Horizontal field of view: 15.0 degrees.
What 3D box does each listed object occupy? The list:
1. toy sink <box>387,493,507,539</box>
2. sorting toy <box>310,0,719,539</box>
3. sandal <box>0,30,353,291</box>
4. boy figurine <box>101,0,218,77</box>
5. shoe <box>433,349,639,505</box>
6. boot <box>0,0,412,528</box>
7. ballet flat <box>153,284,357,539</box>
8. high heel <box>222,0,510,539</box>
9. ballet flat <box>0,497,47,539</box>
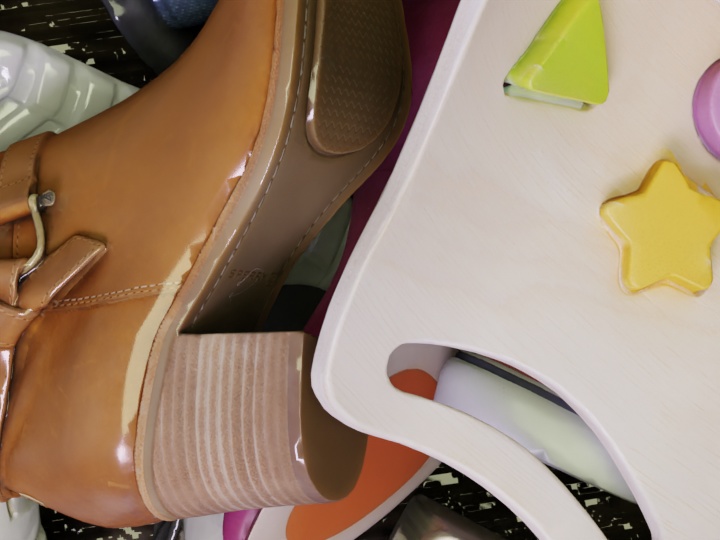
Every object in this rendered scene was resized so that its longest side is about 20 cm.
[{"bbox_3d":[0.034,0.151,0.801,0.112,0.200,0.131,28,90,-4],"label":"toy sink"},{"bbox_3d":[0.083,-0.006,0.725,0.200,0.107,0.180,38,87,-11],"label":"sorting toy"},{"bbox_3d":[-0.056,-0.015,0.863,0.202,0.050,0.083,38,96,-23],"label":"sandal"},{"bbox_3d":[0.003,-0.142,0.837,0.199,0.064,0.125,-31,56,6],"label":"boy figurine"},{"bbox_3d":[0.124,0.033,0.803,0.199,0.071,0.092,19,92,-12],"label":"shoe"},{"bbox_3d":[-0.068,-0.027,0.784,0.154,0.077,0.202,0,85,27],"label":"boot"},{"bbox_3d":[-0.036,0.106,0.843,0.068,0.068,0.201,13,103,-19],"label":"ballet flat"},{"bbox_3d":[0.000,0.000,0.833,0.096,0.068,0.200,24,64,34],"label":"high heel"},{"bbox_3d":[-0.149,0.059,0.841,0.200,0.069,0.071,41,111,-11],"label":"ballet flat"}]
